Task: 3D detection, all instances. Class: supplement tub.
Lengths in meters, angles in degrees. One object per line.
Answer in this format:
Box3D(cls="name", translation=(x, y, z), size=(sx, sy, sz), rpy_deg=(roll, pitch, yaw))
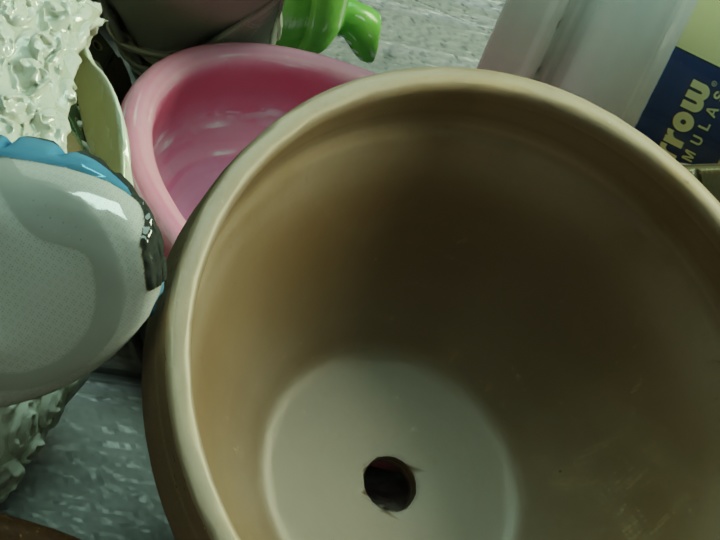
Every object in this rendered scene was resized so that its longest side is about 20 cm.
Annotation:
Box3D(cls="supplement tub", translation=(0.151, -0.067, 0.859), size=(0.199, 0.145, 0.145), rpy_deg=(26, 26, 3))

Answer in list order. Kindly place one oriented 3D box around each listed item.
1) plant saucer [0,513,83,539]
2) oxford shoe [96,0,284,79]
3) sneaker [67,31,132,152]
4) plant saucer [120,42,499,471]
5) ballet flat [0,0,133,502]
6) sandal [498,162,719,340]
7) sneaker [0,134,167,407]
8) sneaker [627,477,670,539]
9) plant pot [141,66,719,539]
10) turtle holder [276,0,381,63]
Box3D(cls="plant saucer", translation=(-0.093, 0.114, 0.596), size=(0.200, 0.037, 0.201), rpy_deg=(18, 27, -9))
Box3D(cls="oxford shoe", translation=(-0.065, -0.093, 0.913), size=(0.075, 0.058, 0.200), rpy_deg=(16, -6, 5))
Box3D(cls="sneaker", translation=(-0.116, -0.061, 0.877), size=(0.090, 0.067, 0.200), rpy_deg=(-1, 32, -34))
Box3D(cls="plant saucer", translation=(0.000, 0.000, 0.848), size=(0.200, 0.051, 0.201), rpy_deg=(23, 31, -15))
Box3D(cls="ballet flat", translation=(-0.098, -0.015, 0.737), size=(0.072, 0.072, 0.201), rpy_deg=(10, 54, -23))
Box3D(cls="sandal", translation=(0.099, 0.003, 0.794), size=(0.199, 0.081, 0.054), rpy_deg=(9, -4, 2))
Box3D(cls="sneaker", translation=(-0.149, 0.016, 0.625), size=(0.199, 0.075, 0.087), rpy_deg=(-9, 12, 8))
Box3D(cls="sneaker", translation=(0.154, 0.081, 0.816), size=(0.108, 0.067, 0.201), rpy_deg=(23, 22, 13))
Box3D(cls="plant pot", translation=(0.025, 0.051, 0.701), size=(0.200, 0.093, 0.202), rpy_deg=(10, 64, -21))
Box3D(cls="turtle holder", translation=(-0.050, -0.171, 1.029), size=(0.131, 0.186, 0.141), rpy_deg=(2, 74, -9))
